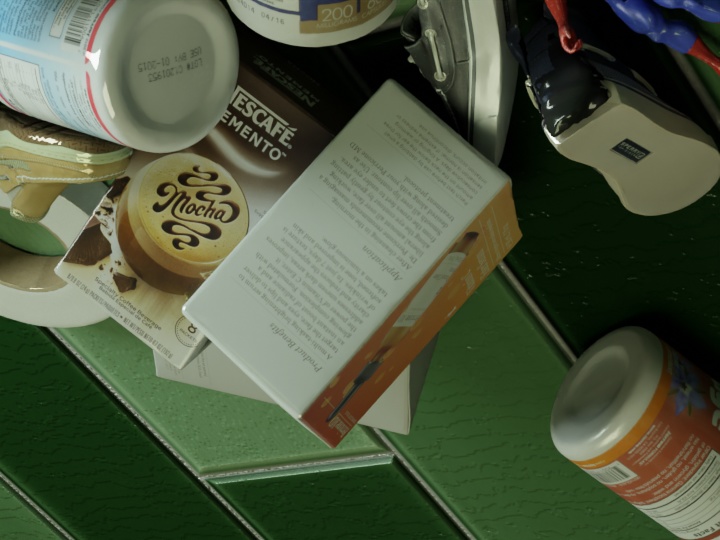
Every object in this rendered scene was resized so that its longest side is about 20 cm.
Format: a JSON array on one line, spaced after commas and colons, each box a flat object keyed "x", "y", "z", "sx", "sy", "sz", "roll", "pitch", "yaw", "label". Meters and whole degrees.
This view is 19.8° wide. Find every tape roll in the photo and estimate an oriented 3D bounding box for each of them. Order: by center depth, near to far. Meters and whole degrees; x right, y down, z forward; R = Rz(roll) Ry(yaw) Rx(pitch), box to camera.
[{"x": -0.271, "y": -0.029, "z": 1.629, "sx": 0.201, "sy": 0.037, "sz": 0.203, "roll": 13, "pitch": 145, "yaw": 9, "label": "tape roll"}]

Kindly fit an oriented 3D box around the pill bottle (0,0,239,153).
[{"x": -0.177, "y": -0.145, "z": 1.317, "sx": 0.199, "sy": 0.109, "sz": 0.109, "roll": 20, "pitch": 154, "yaw": 45, "label": "pill bottle"}]

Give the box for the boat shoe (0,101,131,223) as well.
[{"x": -0.218, "y": -0.070, "z": 1.400, "sx": 0.199, "sy": 0.071, "sz": 0.077, "roll": 15, "pitch": 109, "yaw": 51, "label": "boat shoe"}]

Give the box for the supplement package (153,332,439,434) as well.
[{"x": -0.044, "y": 0.022, "z": 1.519, "sx": 0.198, "sy": 0.122, "sz": 0.120, "roll": 13, "pitch": 144, "yaw": 10, "label": "supplement package"}]

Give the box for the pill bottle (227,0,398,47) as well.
[{"x": -0.028, "y": -0.235, "z": 1.176, "sx": 0.110, "sy": 0.111, "sz": 0.201, "roll": 12, "pitch": 140, "yaw": 10, "label": "pill bottle"}]

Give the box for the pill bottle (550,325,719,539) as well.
[{"x": 0.247, "y": 0.137, "z": 1.547, "sx": 0.199, "sy": 0.113, "sz": 0.112, "roll": 35, "pitch": 141, "yaw": -22, "label": "pill bottle"}]

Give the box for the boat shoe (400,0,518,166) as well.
[{"x": 0.059, "y": -0.147, "z": 1.291, "sx": 0.067, "sy": 0.072, "sz": 0.201, "roll": 6, "pitch": 140, "yaw": 14, "label": "boat shoe"}]

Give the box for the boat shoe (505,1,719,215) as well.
[{"x": 0.163, "y": -0.105, "z": 1.312, "sx": 0.074, "sy": 0.093, "sz": 0.200, "roll": -32, "pitch": 152, "yaw": 17, "label": "boat shoe"}]

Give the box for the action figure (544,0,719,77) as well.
[{"x": 0.157, "y": -0.154, "z": 1.218, "sx": 0.199, "sy": 0.099, "sz": 0.065, "roll": 33, "pitch": 132, "yaw": -15, "label": "action figure"}]

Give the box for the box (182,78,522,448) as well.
[{"x": 0.000, "y": 0.000, "z": 1.349, "sx": 0.106, "sy": 0.200, "sz": 0.152, "roll": 41, "pitch": 176, "yaw": 13, "label": "box"}]

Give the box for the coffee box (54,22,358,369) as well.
[{"x": -0.100, "y": -0.051, "z": 1.385, "sx": 0.113, "sy": 0.080, "sz": 0.201, "roll": 37, "pitch": 110, "yaw": 3, "label": "coffee box"}]
